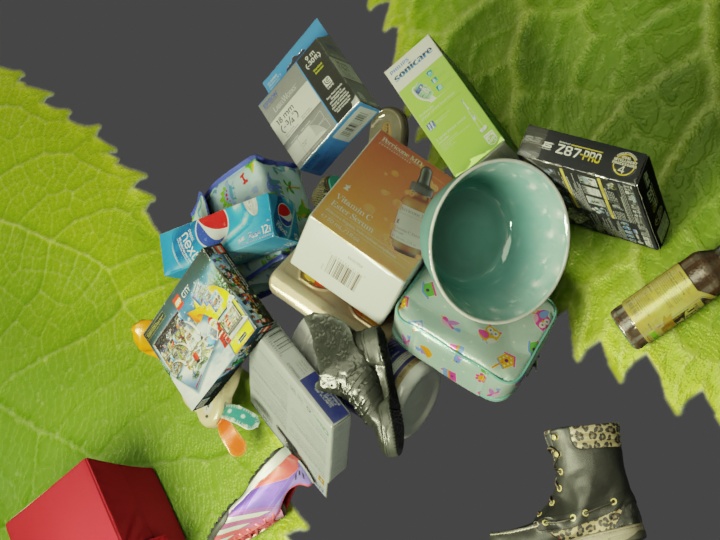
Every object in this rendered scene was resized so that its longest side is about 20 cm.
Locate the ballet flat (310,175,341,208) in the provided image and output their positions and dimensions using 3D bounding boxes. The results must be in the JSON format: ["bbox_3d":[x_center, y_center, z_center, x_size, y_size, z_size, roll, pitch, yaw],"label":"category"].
[{"bbox_3d":[-0.024,-0.044,1.707,0.075,0.067,0.202,-45,55,34],"label":"ballet flat"}]

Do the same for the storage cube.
[{"bbox_3d":[-0.374,0.401,1.706,0.199,0.170,0.181,-39,63,13],"label":"storage cube"}]

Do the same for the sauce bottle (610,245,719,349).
[{"bbox_3d":[0.410,0.020,1.470,0.199,0.064,0.065,-37,65,16],"label":"sauce bottle"}]

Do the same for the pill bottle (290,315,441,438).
[{"bbox_3d":[0.003,0.136,1.614,0.198,0.115,0.117,28,91,28],"label":"pill bottle"}]

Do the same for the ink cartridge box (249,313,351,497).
[{"bbox_3d":[-0.087,0.189,1.631,0.043,0.201,0.197,-30,61,-23],"label":"ink cartridge box"}]

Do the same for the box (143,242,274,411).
[{"bbox_3d":[-0.212,0.080,1.615,0.137,0.037,0.200,54,129,17],"label":"box"}]

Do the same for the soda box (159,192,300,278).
[{"bbox_3d":[-0.184,-0.045,1.639,0.197,0.067,0.065,-19,74,29],"label":"soda box"}]

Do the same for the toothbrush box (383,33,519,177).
[{"bbox_3d":[0.137,-0.203,1.612,0.086,0.145,0.202,-37,66,13],"label":"toothbrush box"}]

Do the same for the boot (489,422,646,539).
[{"bbox_3d":[0.252,0.279,1.482,0.197,0.073,0.154,-11,74,19],"label":"boot"}]

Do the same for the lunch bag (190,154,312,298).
[{"bbox_3d":[-0.170,-0.050,1.746,0.199,0.126,0.173,-30,67,36],"label":"lunch bag"}]

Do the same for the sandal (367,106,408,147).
[{"bbox_3d":[0.037,-0.146,1.698,0.080,0.054,0.204,-4,77,25],"label":"sandal"}]

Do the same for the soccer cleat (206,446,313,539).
[{"bbox_3d":[-0.148,0.346,1.671,0.073,0.068,0.201,40,100,9],"label":"soccer cleat"}]

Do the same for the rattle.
[{"bbox_3d":[-0.237,0.163,1.694,0.129,0.143,0.202,-28,51,15],"label":"rattle"}]

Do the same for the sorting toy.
[{"bbox_3d":[0.000,0.000,1.608,0.184,0.037,0.200,33,56,11],"label":"sorting toy"}]

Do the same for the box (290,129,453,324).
[{"bbox_3d":[0.026,-0.060,1.565,0.151,0.107,0.201,33,52,4],"label":"box"}]

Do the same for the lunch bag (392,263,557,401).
[{"bbox_3d":[0.153,0.066,1.539,0.198,0.078,0.161,30,59,12],"label":"lunch bag"}]

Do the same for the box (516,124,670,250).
[{"bbox_3d":[0.297,-0.102,1.477,0.159,0.200,0.050,17,76,29],"label":"box"}]

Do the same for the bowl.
[{"bbox_3d":[0.153,-0.041,1.470,0.204,0.198,0.105,-67,23,-2],"label":"bowl"}]

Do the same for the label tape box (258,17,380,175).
[{"bbox_3d":[-0.079,-0.268,1.764,0.144,0.063,0.201,-45,63,23],"label":"label tape box"}]

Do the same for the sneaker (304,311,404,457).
[{"bbox_3d":[-0.009,0.147,1.512,0.102,0.060,0.204,-13,77,14],"label":"sneaker"}]
